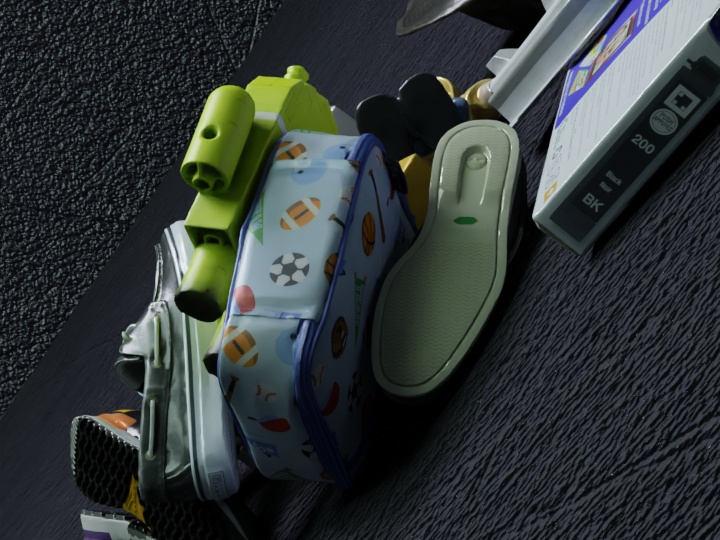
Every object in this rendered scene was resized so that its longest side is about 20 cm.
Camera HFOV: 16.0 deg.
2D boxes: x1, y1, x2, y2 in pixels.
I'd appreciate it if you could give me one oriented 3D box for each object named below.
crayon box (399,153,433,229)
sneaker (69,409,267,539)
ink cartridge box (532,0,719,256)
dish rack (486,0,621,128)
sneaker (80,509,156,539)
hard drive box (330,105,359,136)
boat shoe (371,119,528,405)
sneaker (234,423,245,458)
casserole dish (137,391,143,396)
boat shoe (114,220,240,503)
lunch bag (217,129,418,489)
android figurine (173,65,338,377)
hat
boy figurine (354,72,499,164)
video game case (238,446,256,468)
[{"bbox_3d":[0.000,0.000,1.703,0.200,0.052,0.126,-57,11,-18],"label":"crayon box"},{"bbox_3d":[-0.105,0.138,1.662,0.200,0.090,0.070,28,122,45],"label":"sneaker"},{"bbox_3d":[0.178,-0.130,1.428,0.200,0.043,0.198,-51,10,30],"label":"ink cartridge box"},{"bbox_3d":[0.149,-0.181,1.627,0.172,0.044,0.200,-50,0,-21],"label":"dish rack"},{"bbox_3d":[-0.139,0.215,1.745,0.200,0.075,0.088,177,99,-68],"label":"sneaker"},{"bbox_3d":[-0.055,-0.054,2.160,0.156,0.077,0.200,-55,10,-4],"label":"hard drive box"},{"bbox_3d":[0.059,0.004,1.533,0.068,0.072,0.200,77,-153,-50],"label":"boat shoe"},{"bbox_3d":[-0.112,0.140,1.814,0.077,0.089,0.200,-23,1,-30],"label":"sneaker"},{"bbox_3d":[-0.101,0.047,1.760,0.121,0.039,0.200,-56,9,-6],"label":"casserole dish"},{"bbox_3d":[-0.120,0.054,1.605,0.072,0.071,0.201,82,180,-54],"label":"boat shoe"},{"bbox_3d":[-0.018,0.022,1.534,0.160,0.075,0.200,67,-146,-49],"label":"lunch bag"},{"bbox_3d":[-0.060,-0.036,1.573,0.182,0.041,0.200,68,-146,-49],"label":"android figurine"},{"bbox_3d":[0.119,-0.234,1.959,0.201,0.081,0.201,-45,19,20],"label":"hat"},{"bbox_3d":[0.052,-0.108,1.833,0.124,0.065,0.200,-26,2,11],"label":"boy figurine"},{"bbox_3d":[-0.014,0.062,1.758,0.143,0.017,0.200,-58,11,-21],"label":"video game case"}]
